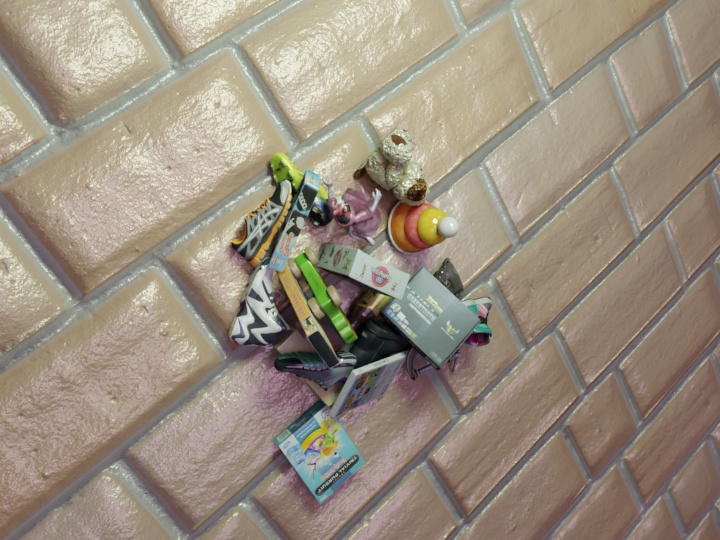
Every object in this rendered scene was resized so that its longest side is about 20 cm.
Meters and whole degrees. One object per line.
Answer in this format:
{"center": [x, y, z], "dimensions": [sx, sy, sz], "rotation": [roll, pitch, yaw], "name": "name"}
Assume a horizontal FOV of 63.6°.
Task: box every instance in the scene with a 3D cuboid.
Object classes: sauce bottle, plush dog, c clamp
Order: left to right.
{"center": [0.021, 0.088, 1.432], "dimensions": [0.200, 0.064, 0.065], "rotation": [-47, 114, -16], "name": "sauce bottle"}
{"center": [0.094, -0.224, 1.382], "dimensions": [0.172, 0.200, 0.160], "rotation": [44, 109, -7], "name": "plush dog"}
{"center": [0.192, 0.228, 1.501], "dimensions": [0.197, 0.027, 0.173], "rotation": [-13, 127, -32], "name": "c clamp"}

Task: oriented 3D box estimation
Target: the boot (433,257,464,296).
{"center": [0.215, 0.091, 1.533], "dimensions": [0.173, 0.069, 0.203], "rotation": [-33, 117, -28], "name": "boot"}

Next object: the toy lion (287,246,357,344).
{"center": [-0.074, 0.069, 1.326], "dimensions": [0.068, 0.201, 0.192], "rotation": [-32, 146, 0], "name": "toy lion"}

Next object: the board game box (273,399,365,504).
{"center": [-0.098, 0.445, 1.427], "dimensions": [0.150, 0.047, 0.202], "rotation": [-37, 111, -18], "name": "board game box"}

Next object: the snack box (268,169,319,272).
{"center": [-0.142, -0.109, 1.252], "dimensions": [0.037, 0.117, 0.202], "rotation": [22, 109, -12], "name": "snack box"}

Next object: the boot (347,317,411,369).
{"center": [0.033, 0.212, 1.452], "dimensions": [0.199, 0.076, 0.169], "rotation": [23, 106, -51], "name": "boot"}

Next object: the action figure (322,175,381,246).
{"center": [-0.029, -0.130, 1.324], "dimensions": [0.132, 0.200, 0.151], "rotation": [20, 107, 14], "name": "action figure"}

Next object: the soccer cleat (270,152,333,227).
{"center": [-0.130, -0.191, 1.333], "dimensions": [0.201, 0.064, 0.084], "rotation": [50, 45, -19], "name": "soccer cleat"}

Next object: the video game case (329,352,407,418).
{"center": [0.021, 0.274, 1.403], "dimensions": [0.198, 0.018, 0.145], "rotation": [-10, 134, -50], "name": "video game case"}

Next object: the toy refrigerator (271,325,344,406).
{"center": [-0.127, 0.225, 1.369], "dimensions": [0.070, 0.076, 0.201], "rotation": [-43, 114, -15], "name": "toy refrigerator"}

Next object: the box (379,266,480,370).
{"center": [0.169, 0.115, 1.418], "dimensions": [0.200, 0.051, 0.158], "rotation": [44, 77, 9], "name": "box"}

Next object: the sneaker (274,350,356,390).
{"center": [-0.100, 0.233, 1.303], "dimensions": [0.197, 0.074, 0.089], "rotation": [2, 101, -28], "name": "sneaker"}

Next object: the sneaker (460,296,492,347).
{"center": [0.309, 0.137, 1.528], "dimensions": [0.199, 0.083, 0.123], "rotation": [-1, 72, -55], "name": "sneaker"}

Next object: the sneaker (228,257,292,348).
{"center": [-0.201, 0.082, 1.300], "dimensions": [0.128, 0.079, 0.202], "rotation": [23, 84, -19], "name": "sneaker"}

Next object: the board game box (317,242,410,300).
{"center": [0.000, 0.000, 1.334], "dimensions": [0.146, 0.199, 0.065], "rotation": [25, 84, -26], "name": "board game box"}

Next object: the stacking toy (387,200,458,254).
{"center": [0.167, -0.105, 1.405], "dimensions": [0.144, 0.199, 0.149], "rotation": [-4, 98, -25], "name": "stacking toy"}

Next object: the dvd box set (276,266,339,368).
{"center": [-0.115, 0.101, 1.267], "dimensions": [0.029, 0.201, 0.147], "rotation": [-29, 141, -3], "name": "dvd box set"}

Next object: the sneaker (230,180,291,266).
{"center": [-0.213, -0.111, 1.273], "dimensions": [0.076, 0.078, 0.202], "rotation": [28, 94, -14], "name": "sneaker"}
